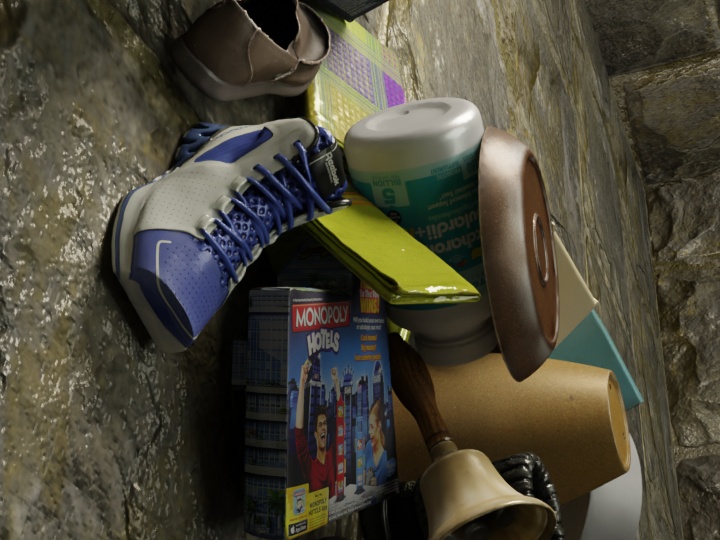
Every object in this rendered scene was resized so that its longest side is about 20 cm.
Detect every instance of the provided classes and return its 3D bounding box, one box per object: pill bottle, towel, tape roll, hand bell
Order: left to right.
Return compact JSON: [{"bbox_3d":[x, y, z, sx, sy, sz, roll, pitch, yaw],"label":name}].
[{"bbox_3d":[-0.005,-0.036,0.738,0.085,0.200,0.018,-1,122,-41],"label":"towel"},{"bbox_3d":[-0.005,-0.151,0.921,0.143,0.023,0.202,30,40,-40],"label":"towel"},{"bbox_3d":[0.059,-0.028,0.841,0.111,0.110,0.202,-58,137,-61],"label":"pill bottle"},{"bbox_3d":[0.056,0.125,0.791,0.104,0.104,0.201,52,9,-49],"label":"hand bell"},{"bbox_3d":[0.204,0.235,1.100,0.066,0.200,0.202,14,59,-23],"label":"tape roll"}]

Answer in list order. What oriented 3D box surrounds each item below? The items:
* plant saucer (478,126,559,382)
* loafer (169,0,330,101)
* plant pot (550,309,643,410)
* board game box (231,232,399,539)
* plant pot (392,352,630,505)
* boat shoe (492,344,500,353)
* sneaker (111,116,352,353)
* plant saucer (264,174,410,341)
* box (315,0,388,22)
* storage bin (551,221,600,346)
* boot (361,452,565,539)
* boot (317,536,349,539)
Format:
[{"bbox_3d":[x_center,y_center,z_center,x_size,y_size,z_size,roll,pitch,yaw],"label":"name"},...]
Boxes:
[{"bbox_3d":[0.129,-0.015,0.826,0.200,0.032,0.203,-8,90,-72],"label":"plant saucer"},{"bbox_3d":[-0.062,-0.172,0.775,0.073,0.071,0.200,47,26,-2],"label":"loafer"},{"bbox_3d":[0.224,0.085,1.279,0.201,0.140,0.141,63,3,-7],"label":"plant pot"},{"bbox_3d":[-0.032,0.066,0.726,0.200,0.061,0.202,10,79,-68],"label":"board game box"},{"bbox_3d":[0.146,0.157,0.990,0.186,0.198,0.188,-11,90,-69],"label":"plant pot"},{"bbox_3d":[0.124,0.069,1.167,0.077,0.071,0.201,-102,167,-48],"label":"boat shoe"},{"bbox_3d":[-0.071,-0.046,0.658,0.200,0.114,0.081,-72,143,-52],"label":"sneaker"},{"bbox_3d":[0.000,0.000,0.906,0.201,0.047,0.201,-70,142,-54],"label":"plant saucer"},{"bbox_3d":[-0.034,-0.337,0.873,0.182,0.103,0.202,2,67,-67],"label":"box"},{"bbox_3d":[0.131,-0.027,1.085,0.199,0.094,0.200,47,2,35],"label":"storage bin"},{"bbox_3d":[0.099,0.259,0.870,0.079,0.156,0.213,-47,123,-64],"label":"boot"},{"bbox_3d":[-0.014,0.293,0.682,0.150,0.073,0.202,-22,96,-70],"label":"boot"}]
